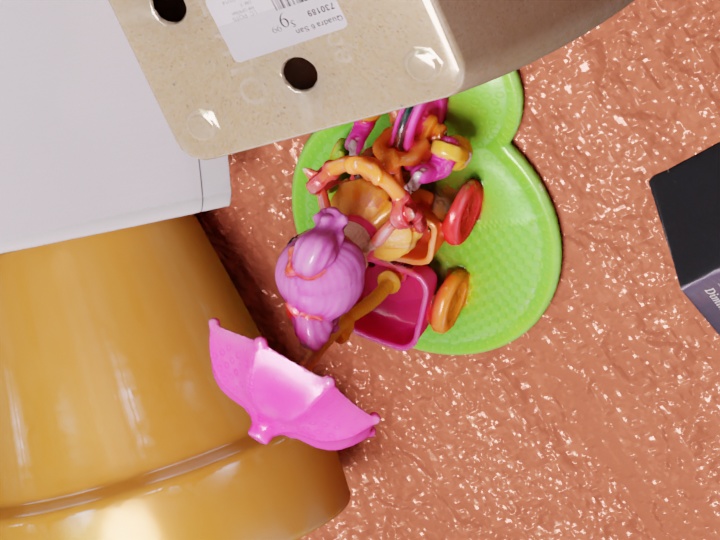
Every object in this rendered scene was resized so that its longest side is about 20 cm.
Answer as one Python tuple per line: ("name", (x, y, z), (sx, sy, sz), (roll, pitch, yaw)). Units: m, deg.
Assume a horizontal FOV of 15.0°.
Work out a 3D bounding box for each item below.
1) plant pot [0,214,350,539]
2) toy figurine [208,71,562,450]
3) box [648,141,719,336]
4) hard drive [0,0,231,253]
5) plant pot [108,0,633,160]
("plant pot", (-0.126, 0.063, 1.440), (0.200, 0.200, 0.183), (-13, 96, 34))
("toy figurine", (0.000, 0.000, 1.320), (0.150, 0.184, 0.200), (21, 127, 16))
("box", (0.239, 0.009, 1.194), (0.141, 0.079, 0.200), (-31, 129, 17))
("hard drive", (-0.155, -0.079, 1.323), (0.027, 0.200, 0.132), (8, 107, 52))
("plant pot", (-0.011, -0.156, 1.132), (0.200, 0.177, 0.200), (-13, 113, 28))
